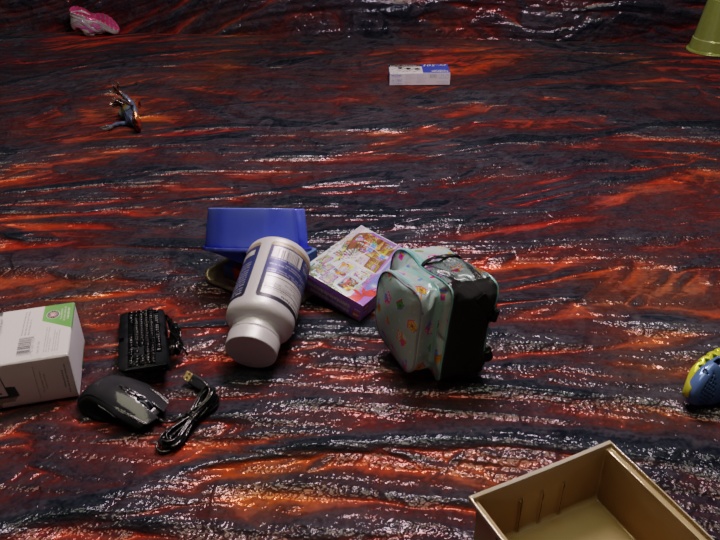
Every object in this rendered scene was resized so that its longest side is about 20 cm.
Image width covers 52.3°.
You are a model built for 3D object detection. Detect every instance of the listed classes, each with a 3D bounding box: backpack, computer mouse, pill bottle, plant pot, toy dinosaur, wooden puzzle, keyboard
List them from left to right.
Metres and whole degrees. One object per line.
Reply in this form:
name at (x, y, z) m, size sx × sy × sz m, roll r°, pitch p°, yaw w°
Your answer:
toy dinosaur at (-0.647, -0.457, 2.083) m, size 0.181 × 0.105 × 0.200 m, roll 42°, pitch 34°, yaw 22°
computer mouse at (-0.305, 0.175, 1.063) m, size 0.199 × 0.046 × 0.140 m, roll 17°, pitch 36°, yaw 26°
keyboard at (-0.334, 0.098, 1.174) m, size 0.104 × 0.040 × 0.200 m, roll -3°, pitch 24°, yaw -17°
pill bottle at (-0.152, 0.052, 1.181) m, size 0.111 × 0.111 × 0.200 m, roll 5°, pitch 48°, yaw 8°
wooden puzzle at (-0.159, -0.008, 1.366) m, size 0.200 × 0.046 × 0.185 m, roll 21°, pitch 37°, yaw 31°
backpack at (0.105, 0.056, 1.136) m, size 0.153 × 0.176 × 0.200 m, roll -5°, pitch 27°, yaw -16°
plant pot at (1.325, -0.906, 2.700) m, size 0.199 × 0.191 × 0.200 m, roll -1°, pitch 32°, yaw 0°

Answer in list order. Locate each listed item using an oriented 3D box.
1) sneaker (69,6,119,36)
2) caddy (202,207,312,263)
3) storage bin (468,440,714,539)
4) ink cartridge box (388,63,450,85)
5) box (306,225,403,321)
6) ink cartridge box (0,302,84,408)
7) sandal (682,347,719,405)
sneaker at (-1.086, -1.000, 2.985) m, size 0.199 × 0.088 × 0.082 m, roll 15°, pitch 40°, yaw -21°
caddy at (-0.186, -0.060, 1.318) m, size 0.199 × 0.105 × 0.141 m, roll 1°, pitch 5°, yaw 12°
storage bin at (0.251, 0.311, 0.789) m, size 0.199 × 0.094 × 0.199 m, roll -14°, pitch 33°, yaw -21°
ink cartridge box at (0.193, -0.648, 2.424) m, size 0.199 × 0.044 × 0.094 m, roll -1°, pitch 33°, yaw -1°
box at (0.000, 0.000, 1.333) m, size 0.137 × 0.039 × 0.200 m, roll 29°, pitch 40°, yaw 21°
ink cartridge box at (-0.530, 0.131, 1.101) m, size 0.199 × 0.085 × 0.146 m, roll -8°, pitch 32°, yaw -12°
sandal at (0.559, 0.157, 1.060) m, size 0.199 × 0.080 × 0.087 m, roll -12°, pitch 36°, yaw -16°
